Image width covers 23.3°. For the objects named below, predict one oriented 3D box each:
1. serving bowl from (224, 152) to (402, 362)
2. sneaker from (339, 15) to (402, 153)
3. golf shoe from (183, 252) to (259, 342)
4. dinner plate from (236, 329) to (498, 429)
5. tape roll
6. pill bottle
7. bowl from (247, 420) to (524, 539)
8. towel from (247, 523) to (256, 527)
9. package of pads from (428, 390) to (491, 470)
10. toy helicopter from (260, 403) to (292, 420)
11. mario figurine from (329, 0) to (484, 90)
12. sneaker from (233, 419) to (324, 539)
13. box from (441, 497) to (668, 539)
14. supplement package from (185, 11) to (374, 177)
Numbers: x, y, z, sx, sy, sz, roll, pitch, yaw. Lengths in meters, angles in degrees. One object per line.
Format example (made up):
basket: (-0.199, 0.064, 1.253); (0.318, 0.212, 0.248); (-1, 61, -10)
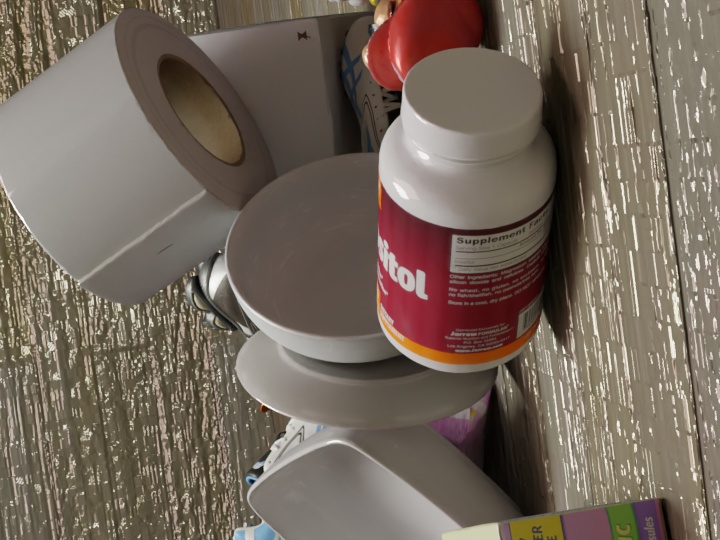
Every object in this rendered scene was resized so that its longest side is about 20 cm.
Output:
serving bowl: (0.000, 0.000, 1.330); (0.200, 0.200, 0.066); (-107, 7, -45)
sneaker: (0.030, -0.129, 1.468); (0.072, 0.072, 0.200); (136, 129, -56)
golf shoe: (-0.065, 0.045, 1.566); (0.200, 0.094, 0.078); (34, -123, -43)
dinner plate: (0.005, 0.063, 1.330); (0.200, 0.200, 0.024); (-115, 24, -63)
tape roll: (-0.180, -0.092, 1.414); (0.203, 0.139, 0.203); (48, -160, -24)
pill bottle: (0.067, -0.039, 1.120); (0.113, 0.113, 0.200); (-106, 12, -45)
bowl: (0.033, 0.187, 1.345); (0.200, 0.075, 0.200); (42, 145, -8)
towel: (-0.042, 0.322, 1.581); (0.200, 0.048, 0.112); (55, -176, -35)
package of pads: (0.041, 0.157, 1.441); (0.200, 0.120, 0.076); (90, -160, -47)
toy helicopter: (-0.015, 0.128, 1.743); (0.079, 0.132, 0.200); (-64, -6, 29)
mario figurine: (0.020, -0.195, 1.282); (0.200, 0.123, 0.106); (-101, 20, -49)
sneaker: (-0.054, 0.160, 1.525); (0.072, 0.072, 0.200); (123, 167, -63)
box: (0.124, 0.234, 1.052); (0.200, 0.096, 0.176); (120, 141, -78)
supplement package: (-0.065, -0.130, 1.584); (0.200, 0.147, 0.192); (-31, -65, -71)
